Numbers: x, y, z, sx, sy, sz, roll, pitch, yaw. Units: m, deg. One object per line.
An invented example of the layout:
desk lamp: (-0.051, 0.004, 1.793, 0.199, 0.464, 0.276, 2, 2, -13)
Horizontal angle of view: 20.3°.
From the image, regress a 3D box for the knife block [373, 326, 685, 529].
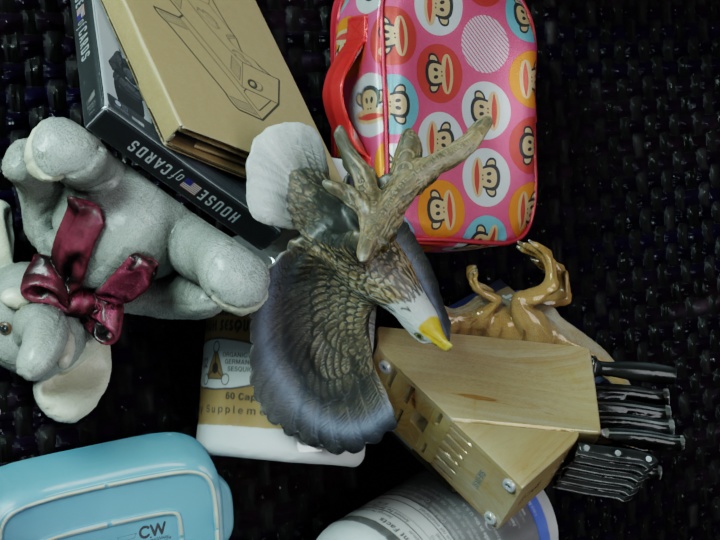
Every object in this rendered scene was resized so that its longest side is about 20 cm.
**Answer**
knife block: (0.122, 0.084, 1.393, 0.200, 0.064, 0.175, 43, 55, 14)

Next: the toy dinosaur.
toy dinosaur: (0.131, 0.041, 1.470, 0.199, 0.060, 0.107, 18, 78, -4)

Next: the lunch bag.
lunch bag: (0.044, -0.113, 1.454, 0.176, 0.082, 0.201, 2, 88, -40)

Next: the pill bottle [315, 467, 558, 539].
pill bottle: (0.036, 0.210, 1.416, 0.200, 0.114, 0.114, -27, 106, -38)

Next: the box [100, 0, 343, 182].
box: (-0.096, -0.136, 1.279, 0.163, 0.021, 0.200, 19, 36, -49)

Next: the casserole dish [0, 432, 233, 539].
casserole dish: (-0.163, 0.173, 1.267, 0.199, 0.039, 0.122, -9, 104, -29)

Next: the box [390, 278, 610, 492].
box: (0.097, 0.074, 1.477, 0.200, 0.121, 0.032, -26, 147, -39)

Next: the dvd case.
dvd case: (-0.119, -0.118, 1.271, 0.150, 0.025, 0.200, 36, 25, -35)

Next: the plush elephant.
plush elephant: (-0.176, 0.007, 1.222, 0.164, 0.200, 0.155, 37, 87, -18)

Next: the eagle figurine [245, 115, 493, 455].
eagle figurine: (0.003, 0.006, 1.239, 0.151, 0.200, 0.152, -6, 63, -12)

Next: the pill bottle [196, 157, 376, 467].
pill bottle: (-0.046, 0.027, 1.350, 0.114, 0.114, 0.201, 9, 82, -40)
